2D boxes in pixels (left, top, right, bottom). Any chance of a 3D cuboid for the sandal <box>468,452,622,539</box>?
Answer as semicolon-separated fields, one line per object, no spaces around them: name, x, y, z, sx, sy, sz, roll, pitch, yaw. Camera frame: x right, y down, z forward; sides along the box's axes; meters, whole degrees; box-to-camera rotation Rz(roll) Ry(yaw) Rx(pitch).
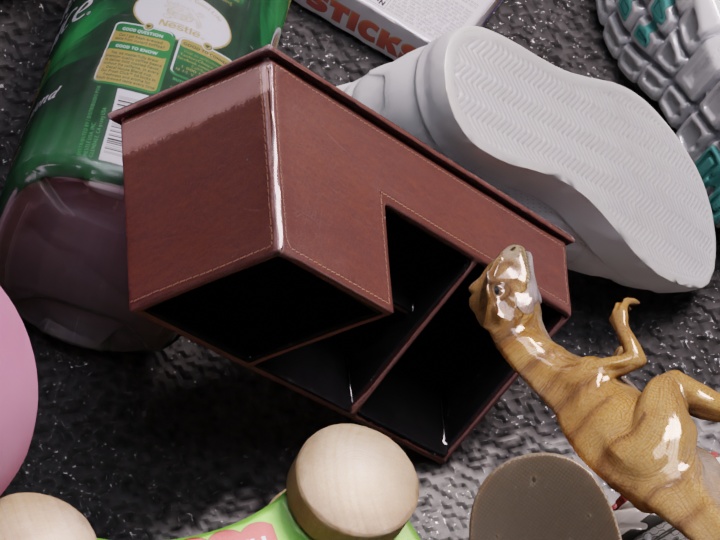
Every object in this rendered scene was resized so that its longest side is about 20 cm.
sandal;0.073;0.171;1.026;0.077;0.070;0.213;-5;83;5

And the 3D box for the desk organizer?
desk organizer;0.000;0.000;1.065;0.200;0.072;0.077;29;49;-49

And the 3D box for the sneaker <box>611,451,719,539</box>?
sneaker;0.153;0.113;1.096;0.199;0.078;0.082;-11;58;-25

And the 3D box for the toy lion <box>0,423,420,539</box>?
toy lion;-0.050;0.163;1.005;0.199;0.069;0.192;-11;64;-26

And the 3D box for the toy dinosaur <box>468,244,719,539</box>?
toy dinosaur;0.107;0.069;1.015;0.106;0.061;0.200;-7;39;-35

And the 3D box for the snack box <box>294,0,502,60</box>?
snack box;-0.032;-0.158;1.285;0.200;0.024;0.072;31;52;7

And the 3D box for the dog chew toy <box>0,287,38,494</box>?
dog chew toy;-0.201;0.010;0.980;0.200;0.124;0.125;48;47;-17

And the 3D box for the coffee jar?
coffee jar;-0.080;-0.073;1.149;0.085;0.104;0.200;18;49;-5

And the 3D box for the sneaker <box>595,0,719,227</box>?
sneaker;0.169;-0.092;1.282;0.091;0.078;0.201;4;54;-36

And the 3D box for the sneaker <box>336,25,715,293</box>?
sneaker;0.050;-0.034;1.180;0.200;0.115;0.074;29;55;-45
